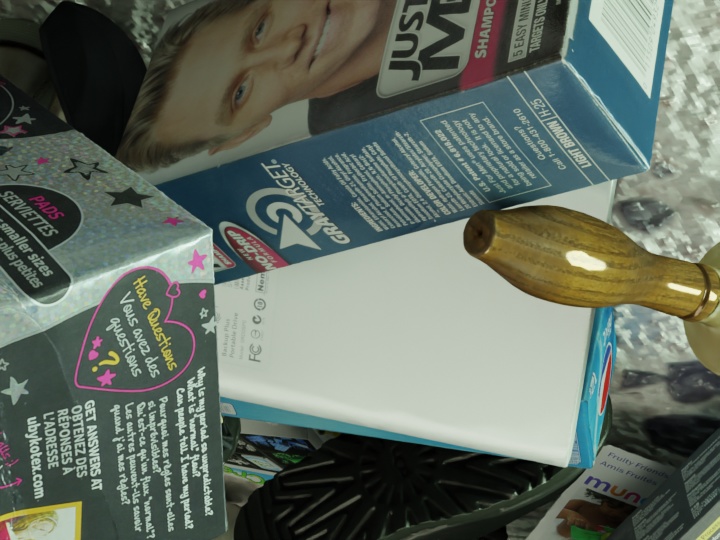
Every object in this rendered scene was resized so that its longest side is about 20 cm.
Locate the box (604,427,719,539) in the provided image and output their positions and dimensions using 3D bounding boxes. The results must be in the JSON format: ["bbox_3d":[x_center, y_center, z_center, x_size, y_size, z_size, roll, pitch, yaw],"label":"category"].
[{"bbox_3d":[0.203,0.159,0.876,0.161,0.049,0.200,29,118,-20],"label":"box"}]

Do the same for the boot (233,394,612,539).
[{"bbox_3d":[0.053,0.119,0.930,0.211,0.080,0.158,-26,150,19],"label":"boot"}]

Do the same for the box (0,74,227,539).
[{"bbox_3d":[-0.147,0.014,0.651,0.200,0.114,0.133,33,134,42],"label":"box"}]

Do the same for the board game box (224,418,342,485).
[{"bbox_3d":[-0.087,0.063,0.960,0.199,0.035,0.126,16,149,3],"label":"board game box"}]

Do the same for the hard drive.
[{"bbox_3d":[0.000,0.000,0.762,0.199,0.025,0.132,11,108,11],"label":"hard drive"}]

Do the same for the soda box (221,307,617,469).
[{"bbox_3d":[0.015,0.035,0.837,0.199,0.068,0.064,7,147,16],"label":"soda box"}]

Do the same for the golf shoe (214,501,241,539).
[{"bbox_3d":[-0.161,0.153,1.102,0.199,0.078,0.097,-3,137,27],"label":"golf shoe"}]

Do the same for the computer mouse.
[{"bbox_3d":[-0.081,-0.022,0.709,0.034,0.201,0.059,-22,163,1],"label":"computer mouse"}]

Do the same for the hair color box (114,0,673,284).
[{"bbox_3d":[0.008,-0.067,0.643,0.199,0.100,0.061,-15,136,35],"label":"hair color box"}]

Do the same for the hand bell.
[{"bbox_3d":[0.115,0.005,0.648,0.200,0.105,0.104,15,155,-38],"label":"hand bell"}]

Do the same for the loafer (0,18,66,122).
[{"bbox_3d":[-0.163,-0.022,0.813,0.072,0.063,0.200,13,139,-1],"label":"loafer"}]

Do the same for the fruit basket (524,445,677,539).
[{"bbox_3d":[0.172,0.180,0.963,0.185,0.094,0.200,22,145,-7],"label":"fruit basket"}]

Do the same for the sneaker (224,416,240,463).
[{"bbox_3d":[-0.149,0.068,0.859,0.199,0.074,0.079,9,152,-24],"label":"sneaker"}]
